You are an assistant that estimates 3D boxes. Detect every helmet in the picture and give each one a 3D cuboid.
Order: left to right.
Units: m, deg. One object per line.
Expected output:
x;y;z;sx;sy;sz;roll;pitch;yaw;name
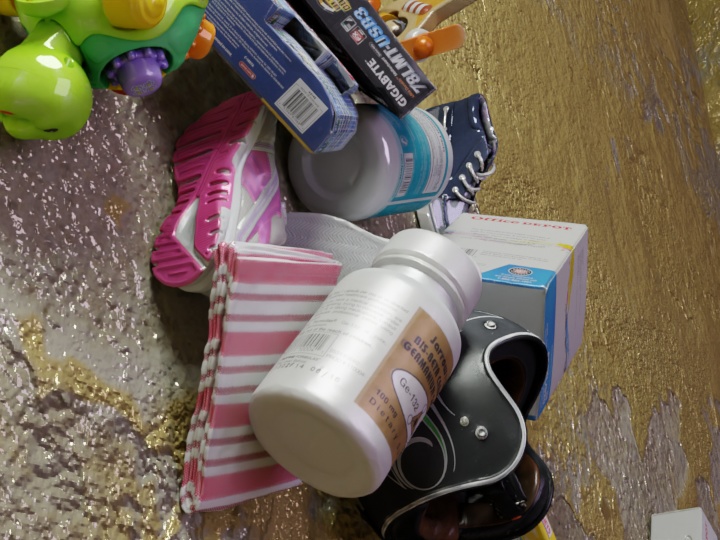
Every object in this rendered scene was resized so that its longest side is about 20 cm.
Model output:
0.078;0.132;0.968;0.200;0.200;0.191;37;34;-48;helmet

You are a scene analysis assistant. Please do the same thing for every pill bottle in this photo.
0.012;0.064;0.844;0.200;0.114;0.115;-53;123;-36;pill bottle
0.022;-0.109;1.087;0.200;0.110;0.111;-13;87;-62;pill bottle

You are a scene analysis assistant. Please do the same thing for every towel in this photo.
-0.076;0.080;0.845;0.146;0.030;0.201;5;96;-59;towel

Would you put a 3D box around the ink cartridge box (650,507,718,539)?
0.515;0.482;1.676;0.200;0.083;0.145;55;34;-30;ink cartridge box

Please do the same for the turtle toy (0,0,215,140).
-0.180;-0.163;0.751;0.200;0.145;0.101;-47;140;-45;turtle toy

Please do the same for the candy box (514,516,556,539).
0.125;0.223;1.104;0.201;0.102;0.026;66;29;-12;candy box

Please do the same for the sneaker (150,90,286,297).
-0.102;-0.055;0.883;0.088;0.081;0.201;45;48;-43;sneaker

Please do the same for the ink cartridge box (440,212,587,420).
0.145;0.040;1.150;0.200;0.147;0.145;-39;133;-59;ink cartridge box

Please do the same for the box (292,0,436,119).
-0.026;-0.240;1.006;0.199;0.050;0.200;51;3;-19;box

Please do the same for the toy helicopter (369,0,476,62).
0.075;-0.272;1.173;0.079;0.200;0.132;53;18;-33;toy helicopter

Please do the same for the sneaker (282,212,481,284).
0.000;0.000;1.001;0.116;0.199;0.074;152;-48;-81;sneaker

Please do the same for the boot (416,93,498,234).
0.115;-0.106;1.270;0.073;0.090;0.201;17;61;-57;boot

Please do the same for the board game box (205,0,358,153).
-0.071;-0.191;0.918;0.200;0.062;0.200;47;11;-1;board game box
